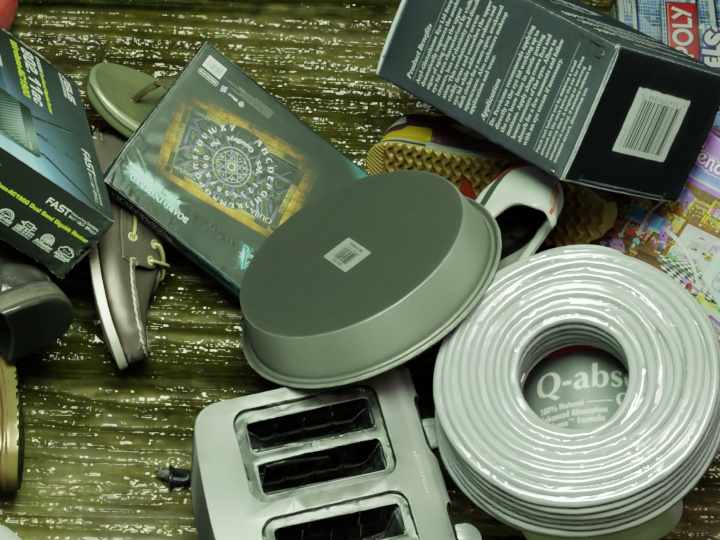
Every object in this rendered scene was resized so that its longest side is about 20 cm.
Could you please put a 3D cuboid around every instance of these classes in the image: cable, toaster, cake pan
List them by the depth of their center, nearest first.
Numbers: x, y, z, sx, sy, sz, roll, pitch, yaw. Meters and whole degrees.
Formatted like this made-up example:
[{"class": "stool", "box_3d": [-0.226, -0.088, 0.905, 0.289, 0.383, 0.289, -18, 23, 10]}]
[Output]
[{"class": "cable", "box_3d": [0.146, 0.082, 1.515, 0.200, 0.069, 0.200, 38, 74, 24]}, {"class": "toaster", "box_3d": [-0.027, 0.176, 1.554, 0.199, 0.119, 0.181, -11, 62, -10]}, {"class": "cake pan", "box_3d": [0.000, 0.000, 1.575, 0.199, 0.037, 0.201, -20, 34, 14]}]

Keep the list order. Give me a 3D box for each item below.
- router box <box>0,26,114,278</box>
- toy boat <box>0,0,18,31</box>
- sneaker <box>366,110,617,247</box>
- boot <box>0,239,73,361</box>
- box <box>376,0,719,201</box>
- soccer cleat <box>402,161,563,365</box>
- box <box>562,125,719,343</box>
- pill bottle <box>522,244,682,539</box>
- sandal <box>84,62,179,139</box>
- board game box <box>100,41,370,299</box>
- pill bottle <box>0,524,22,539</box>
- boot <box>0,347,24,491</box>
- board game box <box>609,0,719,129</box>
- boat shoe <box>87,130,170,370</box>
[{"class": "router box", "box_3d": [-0.263, -0.104, 1.622, 0.062, 0.150, 0.200, -43, 36, 16]}, {"class": "toy boat", "box_3d": [-0.353, -0.195, 1.726, 0.130, 0.131, 0.200, 25, 63, 10]}, {"class": "sneaker", "box_3d": [0.109, -0.082, 1.710, 0.199, 0.075, 0.090, 17, 41, 21]}, {"class": "boot", "box_3d": [-0.313, -0.001, 1.614, 0.199, 0.069, 0.174, -13, 48, -27]}, {"class": "box", "box_3d": [0.137, -0.142, 1.641, 0.200, 0.148, 0.105, 33, 107, 39]}, {"class": "soccer cleat", "box_3d": [0.069, 0.004, 1.629, 0.069, 0.085, 0.200, 42, 107, -15]}, {"class": "box", "box_3d": [0.264, -0.021, 1.681, 0.200, 0.039, 0.137, 37, 108, 15]}, {"class": "pill bottle", "box_3d": [0.160, 0.092, 1.613, 0.115, 0.116, 0.201, -3, 62, -5]}, {"class": "sandal", "box_3d": [-0.111, -0.120, 1.722, 0.200, 0.057, 0.080, 19, 33, -6]}, {"class": "board game box", "box_3d": [-0.078, -0.054, 1.673, 0.200, 0.028, 0.135, 39, 72, -10]}, {"class": "pill bottle", "box_3d": [-0.195, 0.266, 1.495, 0.200, 0.114, 0.114, 37, 65, 16]}, {"class": "boot", "box_3d": [-0.342, 0.092, 1.612, 0.199, 0.066, 0.176, -7, 50, -8]}, {"class": "board game box", "box_3d": [0.250, -0.138, 1.776, 0.199, 0.062, 0.201, 3, 61, -3]}, {"class": "boat shoe", "box_3d": [-0.174, -0.020, 1.679, 0.059, 0.072, 0.201, -10, 57, -6]}]
